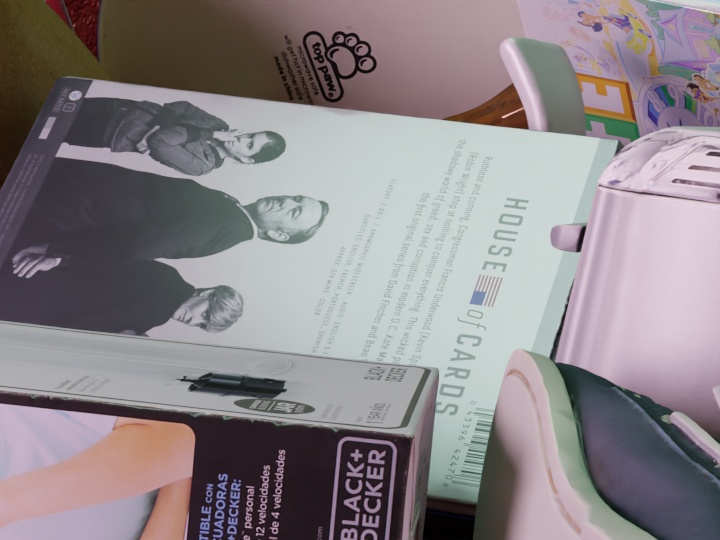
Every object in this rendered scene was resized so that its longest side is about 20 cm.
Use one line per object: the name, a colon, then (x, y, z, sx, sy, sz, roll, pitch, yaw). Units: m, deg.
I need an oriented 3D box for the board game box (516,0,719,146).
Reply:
board game box: (0.137, -0.044, 0.906, 0.134, 0.034, 0.200, 14, -29, 24)

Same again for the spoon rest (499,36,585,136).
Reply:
spoon rest: (0.000, 0.000, 0.862, 0.200, 0.061, 0.099, -38, -19, 26)

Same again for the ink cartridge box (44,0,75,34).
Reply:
ink cartridge box: (-0.225, -0.088, 1.093, 0.199, 0.147, 0.083, -20, 10, -4)

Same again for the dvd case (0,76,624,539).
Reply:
dvd case: (-0.030, 0.008, 0.775, 0.199, 0.151, 0.025, 8, -39, 18)

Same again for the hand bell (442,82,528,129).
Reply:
hand bell: (0.031, -0.047, 0.978, 0.199, 0.105, 0.104, -20, 5, 2)

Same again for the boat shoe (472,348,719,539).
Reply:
boat shoe: (0.067, 0.063, 0.543, 0.061, 0.075, 0.200, 3, 7, -9)

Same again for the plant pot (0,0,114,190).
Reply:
plant pot: (-0.158, -0.035, 0.938, 0.185, 0.188, 0.200, 9, -7, 32)

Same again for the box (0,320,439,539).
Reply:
box: (-0.084, 0.049, 0.607, 0.199, 0.061, 0.117, 6, 6, 3)

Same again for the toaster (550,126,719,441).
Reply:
toaster: (0.142, 0.031, 0.664, 0.199, 0.130, 0.113, 8, 7, 26)

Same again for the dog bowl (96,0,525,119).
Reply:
dog bowl: (-0.007, -0.100, 1.039, 0.199, 0.201, 0.079, 6, 24, 6)
